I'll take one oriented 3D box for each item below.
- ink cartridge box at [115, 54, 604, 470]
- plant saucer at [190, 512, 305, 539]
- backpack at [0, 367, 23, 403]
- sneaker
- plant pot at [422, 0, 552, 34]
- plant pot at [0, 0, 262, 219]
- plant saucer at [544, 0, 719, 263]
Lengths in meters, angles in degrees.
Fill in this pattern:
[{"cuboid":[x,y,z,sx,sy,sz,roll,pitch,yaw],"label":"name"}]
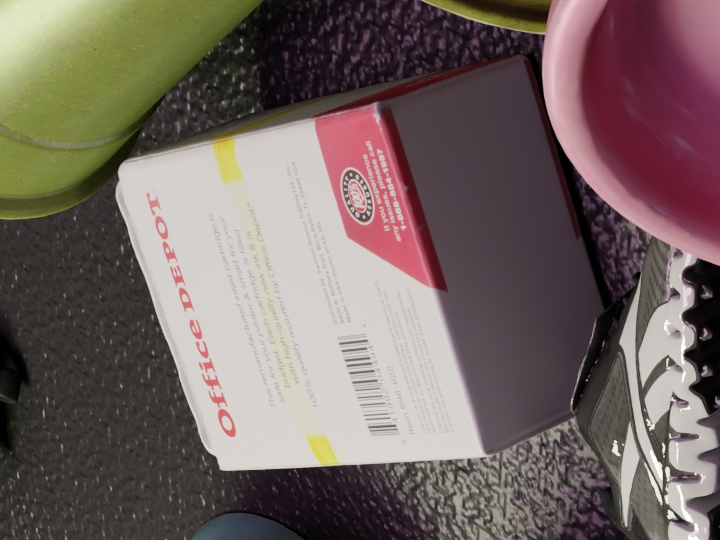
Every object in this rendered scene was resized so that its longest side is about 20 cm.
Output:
[{"cuboid":[0.000,0.000,1.225,0.200,0.083,0.146,-7,103,54],"label":"ink cartridge box"},{"cuboid":[-0.042,0.218,1.452,0.200,0.036,0.201,30,132,41],"label":"plant saucer"},{"cuboid":[-0.307,0.076,1.609,0.191,0.200,0.154,52,156,25],"label":"backpack"},{"cuboid":[0.115,0.031,1.105,0.090,0.066,0.201,25,130,41],"label":"sneaker"},{"cuboid":[0.068,-0.214,0.938,0.201,0.200,0.193,53,131,19],"label":"plant pot"},{"cuboid":[-0.110,-0.146,1.223,0.190,0.200,0.201,-25,89,43],"label":"plant pot"},{"cuboid":[0.157,-0.072,0.909,0.201,0.200,0.051,124,159,-51],"label":"plant saucer"}]
